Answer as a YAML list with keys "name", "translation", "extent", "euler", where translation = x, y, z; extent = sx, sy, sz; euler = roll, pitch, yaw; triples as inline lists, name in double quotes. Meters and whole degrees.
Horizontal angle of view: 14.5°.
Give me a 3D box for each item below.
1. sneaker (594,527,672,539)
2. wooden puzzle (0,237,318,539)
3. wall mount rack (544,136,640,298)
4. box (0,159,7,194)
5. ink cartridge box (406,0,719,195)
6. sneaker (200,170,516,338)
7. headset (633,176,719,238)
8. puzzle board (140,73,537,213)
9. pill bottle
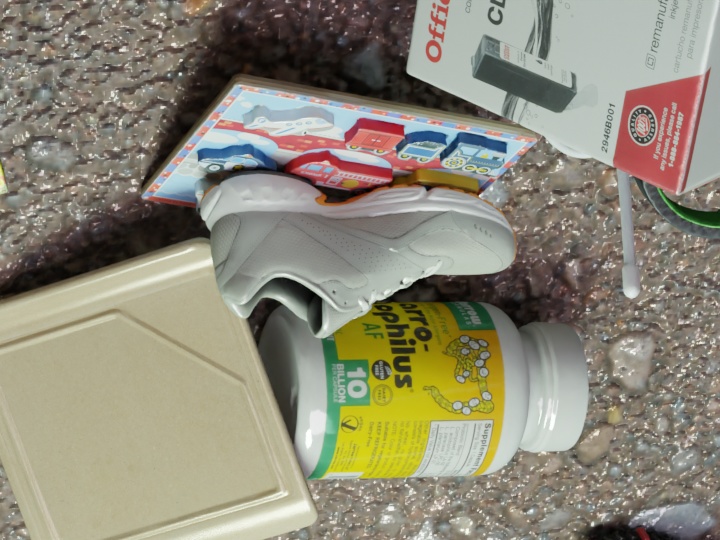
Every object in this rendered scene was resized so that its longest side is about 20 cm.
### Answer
- name: "sneaker"
  translation: [0.227, 0.255, 2.057]
  extent: [0.199, 0.080, 0.096]
  euler: [18, 122, -30]
- name: "wooden puzzle"
  translation: [-0.140, 0.091, 1.767]
  extent: [0.184, 0.037, 0.201]
  euler: [-17, 105, 15]
- name: "wall mount rack"
  translation: [0.174, -0.093, 1.684]
  extent: [0.200, 0.174, 0.074]
  euler: [-33, 177, 42]
- name: "box"
  translation: [-0.313, -0.126, 1.537]
  extent: [0.191, 0.122, 0.201]
  euler: [-17, 131, -6]
- name: "ink cartridge box"
  translation: [0.132, -0.151, 1.596]
  extent: [0.084, 0.199, 0.145]
  euler: [-22, 130, -46]
- name: "sneaker"
  translation: [0.000, 0.000, 1.721]
  extent: [0.198, 0.093, 0.076]
  euler: [3, 155, -15]
- name: "headset"
  translation: [0.226, -0.110, 1.749]
  extent: [0.123, 0.094, 0.201]
  euler: [-15, 114, -7]
- name: "puzzle board"
  translation: [-0.014, -0.061, 1.717]
  extent: [0.199, 0.018, 0.151]
  euler: [9, 150, -24]
- name: "pill bottle"
  translation: [0.040, 0.076, 1.825]
  extent: [0.198, 0.113, 0.113]
  euler: [1, 128, -18]
